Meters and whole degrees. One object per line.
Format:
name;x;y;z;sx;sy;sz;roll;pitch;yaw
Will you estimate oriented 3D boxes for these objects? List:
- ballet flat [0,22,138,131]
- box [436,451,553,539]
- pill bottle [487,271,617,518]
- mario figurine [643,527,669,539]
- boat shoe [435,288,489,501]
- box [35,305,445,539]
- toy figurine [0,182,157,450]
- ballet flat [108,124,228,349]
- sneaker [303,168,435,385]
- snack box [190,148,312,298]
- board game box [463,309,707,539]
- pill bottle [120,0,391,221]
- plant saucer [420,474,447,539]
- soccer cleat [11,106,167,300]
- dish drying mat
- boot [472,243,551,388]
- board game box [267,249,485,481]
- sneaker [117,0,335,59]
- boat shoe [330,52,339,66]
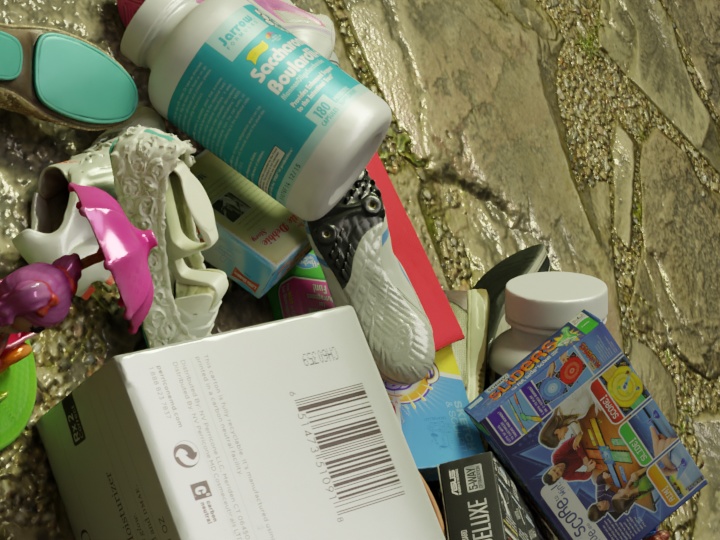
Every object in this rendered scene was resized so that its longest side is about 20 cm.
ballet flat;-0.252;-0.145;1.233;0.200;0.065;0.071;18;75;-46
box;0.125;0.261;1.416;0.200;0.050;0.158;53;25;-55
pill bottle;0.173;0.108;1.528;0.120;0.120;0.200;-31;124;-60
mario figurine;0.247;0.241;1.650;0.123;0.106;0.200;6;69;-43
boat shoe;0.077;0.111;1.520;0.072;0.066;0.201;74;22;-68
box;-0.077;0.149;1.141;0.200;0.131;0.199;-12;74;-39
toy figurine;-0.214;0.021;1.040;0.150;0.184;0.200;60;31;-1
ballet flat;-0.131;-0.008;1.227;0.072;0.072;0.200;-58;143;-56
sneaker;0.000;0.000;1.378;0.072;0.072;0.200;-22;92;-17
snack box;-0.081;-0.059;1.409;0.116;0.037;0.200;36;31;6
board game box;0.195;0.150;1.461;0.200;0.135;0.034;55;-7;-25
pill bottle;-0.084;-0.135;1.305;0.200;0.111;0.111;36;31;5
plant saucer;-0.009;0.221;1.293;0.200;0.032;0.200;18;64;-42
soccer cleat;-0.194;-0.065;1.259;0.078;0.069;0.200;42;38;-24
dish drying mat;0.026;-0.024;1.445;0.077;0.018;0.200;-18;82;-62
boot;0.168;0.082;1.671;0.154;0.073;0.204;53;37;-17
board game box;0.012;0.080;1.432;0.153;0.040;0.200;0;64;-39
sneaker;-0.107;-0.199;1.414;0.200;0.081;0.088;26;43;13
boat shoe;-0.068;-0.166;1.529;0.200;0.069;0.057;-14;78;-61
